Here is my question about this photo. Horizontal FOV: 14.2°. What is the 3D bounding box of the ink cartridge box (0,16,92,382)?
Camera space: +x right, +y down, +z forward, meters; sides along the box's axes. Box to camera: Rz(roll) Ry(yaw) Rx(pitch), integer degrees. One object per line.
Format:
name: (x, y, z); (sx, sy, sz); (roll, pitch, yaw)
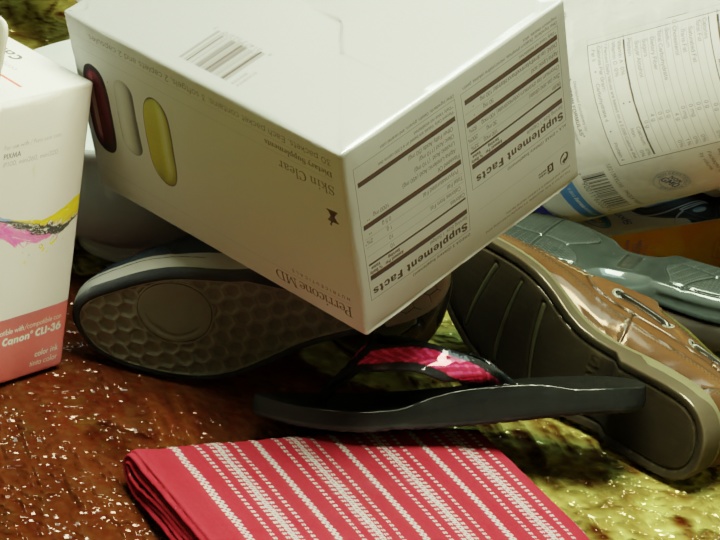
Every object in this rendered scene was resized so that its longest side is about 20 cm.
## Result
ink cartridge box: (-0.200, -0.056, 1.461); (0.116, 0.201, 0.067); (29, 31, 35)

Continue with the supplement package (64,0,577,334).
supplement package: (-0.019, -0.086, 1.429); (0.156, 0.111, 0.200); (-36, 46, -29)

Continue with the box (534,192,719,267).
box: (0.160, -0.038, 1.746); (0.199, 0.042, 0.119); (-10, 32, -31)

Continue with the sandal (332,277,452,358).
sandal: (0.000, 0.000, 1.588); (0.082, 0.055, 0.200); (-32, 32, -7)

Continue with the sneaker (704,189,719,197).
sneaker: (0.236, -0.081, 1.713); (0.080, 0.089, 0.200); (-11, 34, -33)

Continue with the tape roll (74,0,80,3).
tape roll: (-0.144, -0.204, 1.900); (0.202, 0.037, 0.203); (31, 20, -13)

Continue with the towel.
towel: (-0.001, 0.118, 1.381); (0.199, 0.023, 0.145); (-2, 26, -28)

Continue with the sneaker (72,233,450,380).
sneaker: (-0.047, -0.021, 1.517); (0.201, 0.077, 0.146); (-10, 37, 12)

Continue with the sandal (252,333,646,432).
sandal: (0.044, 0.053, 1.460); (0.199, 0.045, 0.075); (-4, 7, -2)

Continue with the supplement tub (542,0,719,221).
supplement tub: (0.188, -0.109, 1.621); (0.199, 0.132, 0.132); (-14, 15, 26)

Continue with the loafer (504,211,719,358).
loafer: (0.128, 0.016, 1.600); (0.199, 0.063, 0.072); (18, 22, 25)

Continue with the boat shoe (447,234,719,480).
boat shoe: (0.127, 0.042, 1.536); (0.068, 0.072, 0.200); (-17, 47, -44)

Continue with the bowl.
bowl: (-0.114, -0.063, 1.618); (0.200, 0.091, 0.201); (-2, 24, 1)
